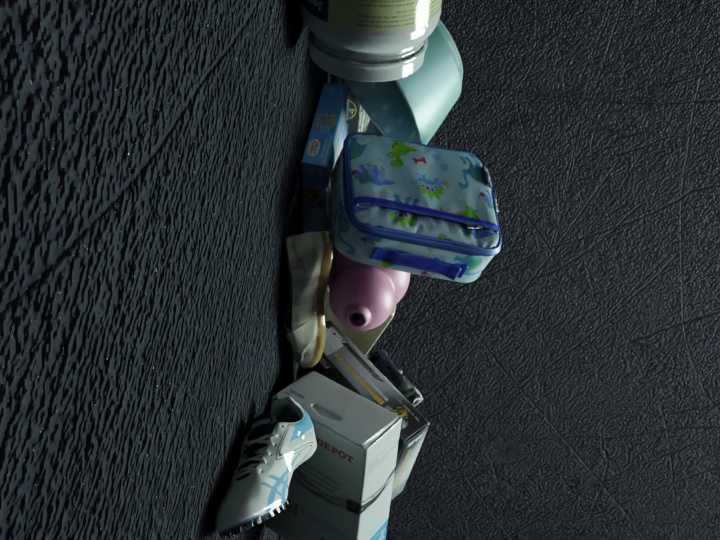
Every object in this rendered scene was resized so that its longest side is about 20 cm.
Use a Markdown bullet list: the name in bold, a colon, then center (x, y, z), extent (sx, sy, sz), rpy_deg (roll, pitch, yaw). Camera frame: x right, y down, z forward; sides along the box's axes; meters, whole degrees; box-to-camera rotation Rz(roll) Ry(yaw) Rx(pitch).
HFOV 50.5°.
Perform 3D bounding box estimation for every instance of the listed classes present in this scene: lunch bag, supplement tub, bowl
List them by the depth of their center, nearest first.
- **supplement tub**: center (0.012, -0.301, 0.726), extent (0.146, 0.142, 0.203), rpy_deg (-78, 174, -49)
- **lunch bag**: center (0.065, -0.073, 0.893), extent (0.083, 0.196, 0.163), rpy_deg (120, -24, -49)
- **bowl**: center (0.055, -0.258, 0.962), extent (0.202, 0.104, 0.201), rpy_deg (53, -8, 11)

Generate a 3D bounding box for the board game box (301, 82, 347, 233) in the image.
- **board game box**: center (-0.046, -0.118, 1.011), extent (0.202, 0.036, 0.153), rpy_deg (92, 7, -50)

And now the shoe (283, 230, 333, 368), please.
- **shoe**: center (-0.070, 0.037, 0.912), extent (0.070, 0.052, 0.203), rpy_deg (-113, -155, -49)

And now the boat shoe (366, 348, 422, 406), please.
- **boat shoe**: center (0.026, 0.167, 1.083), extent (0.093, 0.074, 0.200), rpy_deg (55, -21, 7)

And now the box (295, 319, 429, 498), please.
- **box**: center (-0.008, 0.189, 1.009), extent (0.048, 0.200, 0.160), rpy_deg (-25, 146, -35)

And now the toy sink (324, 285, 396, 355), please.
- **toy sink**: center (0.000, 0.000, 1.130), extent (0.131, 0.110, 0.203), rpy_deg (121, -16, -52)

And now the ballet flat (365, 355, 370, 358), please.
- **ballet flat**: center (-0.044, 0.212, 1.139), extent (0.202, 0.067, 0.046), rpy_deg (-57, -176, -17)

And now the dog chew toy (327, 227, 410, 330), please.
- **dog chew toy**: center (0.011, -0.006, 0.942), extent (0.202, 0.122, 0.126), rpy_deg (-76, 173, -52)

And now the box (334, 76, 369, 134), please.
- **box**: center (-0.007, -0.302, 1.167), extent (0.162, 0.048, 0.203), rpy_deg (-79, 175, -62)

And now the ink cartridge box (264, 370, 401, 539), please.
- **ink cartridge box**: center (-0.037, 0.248, 0.934), extent (0.084, 0.143, 0.204), rpy_deg (-27, 131, -49)

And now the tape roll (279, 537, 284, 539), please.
- **tape roll**: center (-0.046, 0.384, 1.246), extent (0.203, 0.136, 0.207), rpy_deg (7, 90, -86)

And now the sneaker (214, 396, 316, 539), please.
- **sneaker**: center (-0.096, 0.187, 0.735), extent (0.073, 0.071, 0.200), rpy_deg (63, 17, -8)
